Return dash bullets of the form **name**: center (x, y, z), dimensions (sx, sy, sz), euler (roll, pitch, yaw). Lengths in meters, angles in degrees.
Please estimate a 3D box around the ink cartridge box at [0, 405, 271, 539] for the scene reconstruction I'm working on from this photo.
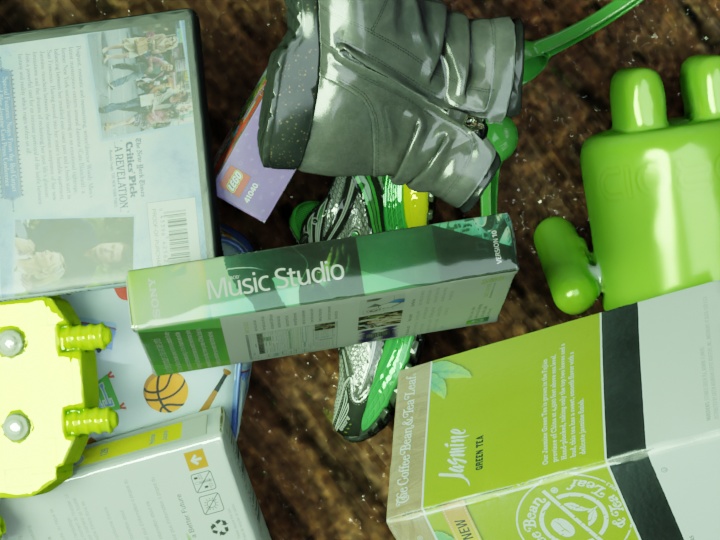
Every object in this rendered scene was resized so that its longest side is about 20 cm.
- **ink cartridge box**: center (-0.143, 0.195, 1.296), dimensions (0.199, 0.047, 0.198), euler (-14, 114, 8)

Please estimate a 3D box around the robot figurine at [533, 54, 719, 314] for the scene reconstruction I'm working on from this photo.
- **robot figurine**: center (0.191, -0.021, 1.292), dimensions (0.175, 0.116, 0.201), euler (-11, 96, -4)

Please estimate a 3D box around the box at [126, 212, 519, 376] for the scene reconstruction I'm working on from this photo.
- **box**: center (-0.020, 0.014, 1.194), dimensions (0.199, 0.144, 0.037), euler (-10, 78, -4)

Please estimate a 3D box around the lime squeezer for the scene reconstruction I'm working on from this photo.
- **lime squeezer**: center (0.098, -0.088, 1.315), dimensions (0.070, 0.038, 0.201), euler (27, 97, 10)

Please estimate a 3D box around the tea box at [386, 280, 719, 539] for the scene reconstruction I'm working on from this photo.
- **tea box**: center (0.141, 0.142, 1.238), dimensions (0.196, 0.134, 0.200), euler (-17, 122, 17)

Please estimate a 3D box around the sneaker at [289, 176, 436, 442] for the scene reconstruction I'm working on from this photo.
- **sneaker**: center (0.000, 0.000, 1.311), dimensions (0.085, 0.078, 0.201), euler (3, 86, 3)

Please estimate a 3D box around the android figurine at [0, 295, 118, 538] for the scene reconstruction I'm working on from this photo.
- **android figurine**: center (-0.229, 0.066, 1.233), dimensions (0.199, 0.041, 0.183), euler (-3, 88, 11)

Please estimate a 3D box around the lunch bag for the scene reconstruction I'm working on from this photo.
- **lunch bag**: center (-0.161, 0.040, 1.297), dimensions (0.199, 0.076, 0.161), euler (7, 99, -4)

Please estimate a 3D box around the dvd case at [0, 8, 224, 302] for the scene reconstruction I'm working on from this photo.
- **dvd case**: center (-0.177, -0.057, 1.201), dimensions (0.199, 0.018, 0.143), euler (-7, 84, 9)

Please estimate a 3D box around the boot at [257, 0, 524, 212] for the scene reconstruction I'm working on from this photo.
- **boot**: center (0.025, -0.138, 1.167), dimensions (0.131, 0.070, 0.201), euler (8, 106, -8)

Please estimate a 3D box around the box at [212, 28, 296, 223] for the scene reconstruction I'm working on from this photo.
- **box**: center (-0.022, -0.126, 1.259), dimensions (0.039, 0.137, 0.201), euler (30, 92, -6)
